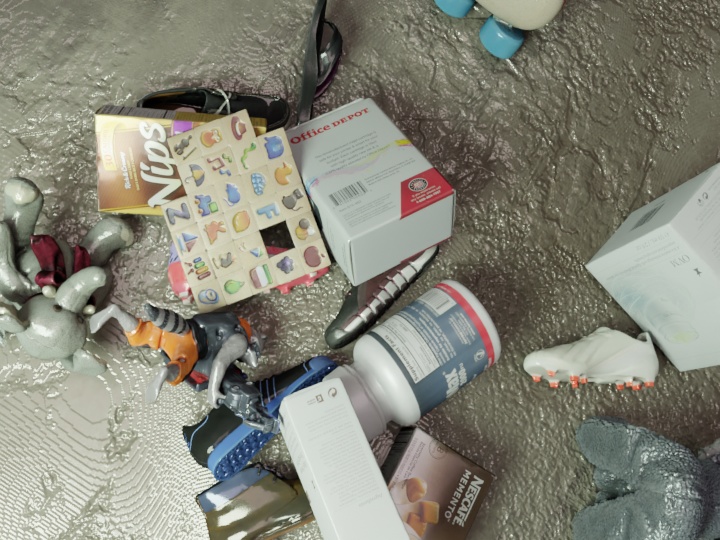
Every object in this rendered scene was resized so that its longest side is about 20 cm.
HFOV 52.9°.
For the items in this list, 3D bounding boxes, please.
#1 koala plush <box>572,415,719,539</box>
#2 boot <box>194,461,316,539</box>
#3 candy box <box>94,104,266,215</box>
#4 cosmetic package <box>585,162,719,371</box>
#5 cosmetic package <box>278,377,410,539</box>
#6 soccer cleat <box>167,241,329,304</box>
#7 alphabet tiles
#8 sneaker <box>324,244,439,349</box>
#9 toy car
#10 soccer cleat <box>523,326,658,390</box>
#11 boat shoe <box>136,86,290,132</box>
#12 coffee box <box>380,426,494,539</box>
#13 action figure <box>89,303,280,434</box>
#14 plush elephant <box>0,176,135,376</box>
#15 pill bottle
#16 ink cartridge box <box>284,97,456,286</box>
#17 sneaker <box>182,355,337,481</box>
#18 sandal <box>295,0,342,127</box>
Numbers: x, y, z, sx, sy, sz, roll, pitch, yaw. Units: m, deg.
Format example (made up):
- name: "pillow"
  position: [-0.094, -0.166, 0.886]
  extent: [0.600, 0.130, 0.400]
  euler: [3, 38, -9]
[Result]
- name: "koala plush"
  position: [0.389, 0.277, 0.878]
  extent: [0.196, 0.183, 0.181]
  euler: [14, 75, -20]
- name: "boot"
  position: [-0.092, 0.248, 0.828]
  extent: [0.198, 0.075, 0.098]
  euler: [-34, 88, -15]
- name: "candy box"
  position: [-0.214, -0.128, 0.873]
  extent: [0.195, 0.057, 0.119]
  euler: [3, 113, -9]
- name: "cosmetic package"
  position: [0.432, 0.007, 0.922]
  extent: [0.123, 0.199, 0.200]
  euler: [-43, 87, -17]
- name: "cosmetic package"
  position: [-0.018, 0.228, 0.761]
  extent: [0.073, 0.102, 0.203]
  euler: [-18, 68, -16]
- name: "soccer cleat"
  position: [-0.136, -0.010, 0.887]
  extent: [0.195, 0.067, 0.078]
  euler: [-8, 74, -10]
- name: "alphabet tiles"
  position: [-0.144, -0.073, 0.838]
  extent: [0.164, 0.008, 0.204]
  euler: [-20, 94, -1]
- name: "sneaker"
  position: [0.000, 0.000, 0.913]
  extent: [0.115, 0.076, 0.200]
  euler: [44, 64, 8]
- name: "toy car"
  position: [0.231, -0.443, 1.029]
  extent: [0.176, 0.185, 0.200]
  euler: [39, 44, 1]
- name: "soccer cleat"
  position: [0.299, 0.112, 0.945]
  extent: [0.196, 0.069, 0.079]
  euler: [6, 71, -17]
- name: "boat shoe"
  position: [-0.183, -0.197, 0.918]
  extent: [0.195, 0.068, 0.074]
  euler: [-4, 76, -14]
- name: "coffee box"
  position: [0.057, 0.300, 0.842]
  extent: [0.113, 0.080, 0.202]
  euler: [32, 73, -2]
- name: "action figure"
  position: [-0.162, 0.091, 0.778]
  extent: [0.198, 0.192, 0.107]
  euler: [27, 102, 28]
- name: "plush elephant"
  position: [-0.332, 0.025, 0.782]
  extent: [0.154, 0.164, 0.202]
  euler: [33, 87, 40]
- name: "pill bottle"
  position: [0.059, 0.112, 0.866]
  extent: [0.198, 0.120, 0.121]
  euler: [-33, 85, -16]
- name: "ink cartridge box"
  position: [0.003, -0.103, 0.882]
  extent: [0.144, 0.084, 0.201]
  euler: [-25, 54, -15]
- name: "sneaker"
  position: [-0.117, 0.153, 0.849]
  extent: [0.077, 0.071, 0.199]
  euler: [34, 53, 31]
- name: "sandal"
  position: [-0.051, -0.264, 0.958]
  extent: [0.047, 0.075, 0.205]
  euler: [8, 85, -3]
